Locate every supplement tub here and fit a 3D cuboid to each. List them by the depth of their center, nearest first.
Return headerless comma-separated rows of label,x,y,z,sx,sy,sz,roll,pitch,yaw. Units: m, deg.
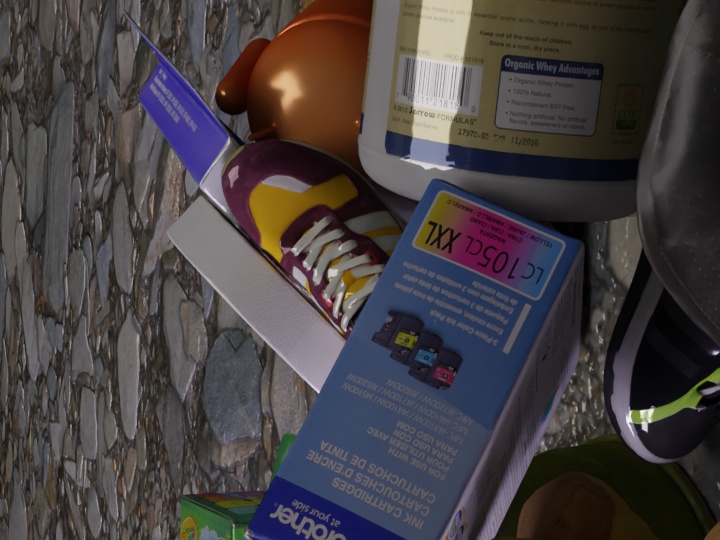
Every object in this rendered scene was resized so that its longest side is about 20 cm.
supplement tub,0.077,-0.134,0.636,0.144,0.143,0.203,-147,60,-62

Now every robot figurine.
robot figurine,-0.010,-0.122,0.926,0.117,0.143,0.200,-50,5,27

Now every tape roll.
tape roll,-0.048,0.032,0.932,0.037,0.203,0.203,-44,31,-1

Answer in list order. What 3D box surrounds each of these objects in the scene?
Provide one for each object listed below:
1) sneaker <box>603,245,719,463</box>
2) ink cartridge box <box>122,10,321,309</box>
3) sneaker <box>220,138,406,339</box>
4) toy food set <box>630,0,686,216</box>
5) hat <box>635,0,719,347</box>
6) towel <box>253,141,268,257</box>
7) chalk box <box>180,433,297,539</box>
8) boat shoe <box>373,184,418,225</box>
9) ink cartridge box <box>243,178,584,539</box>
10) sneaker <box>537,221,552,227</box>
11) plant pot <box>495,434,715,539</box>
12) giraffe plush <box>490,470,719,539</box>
sneaker,0.169,0.020,0.633,0.083,0.071,0.202,34,134,37
ink cartridge box,-0.091,-0.072,0.949,0.043,0.200,0.198,-41,30,-1
sneaker,0.000,0.000,0.829,0.075,0.199,0.090,-47,18,17
toy food set,0.147,-0.129,0.712,0.199,0.048,0.201,-114,33,-43
hat,0.204,-0.049,0.527,0.081,0.198,0.204,-15,-74,-68
towel,-0.032,-0.075,1.093,0.143,0.023,0.202,-27,64,40
chalk box,-0.056,0.220,0.995,0.125,0.122,0.203,175,95,-66
boat shoe,0.004,-0.046,0.994,0.199,0.071,0.069,28,116,40
ink cartridge box,0.024,0.084,0.597,0.202,0.076,0.137,-63,-18,-19
sneaker,0.070,-0.053,0.828,0.090,0.066,0.203,-173,66,-73
plant pot,0.062,0.192,0.729,0.200,0.191,0.203,180,90,-66
giraffe plush,0.154,0.157,0.553,0.162,0.198,0.174,-41,29,52
